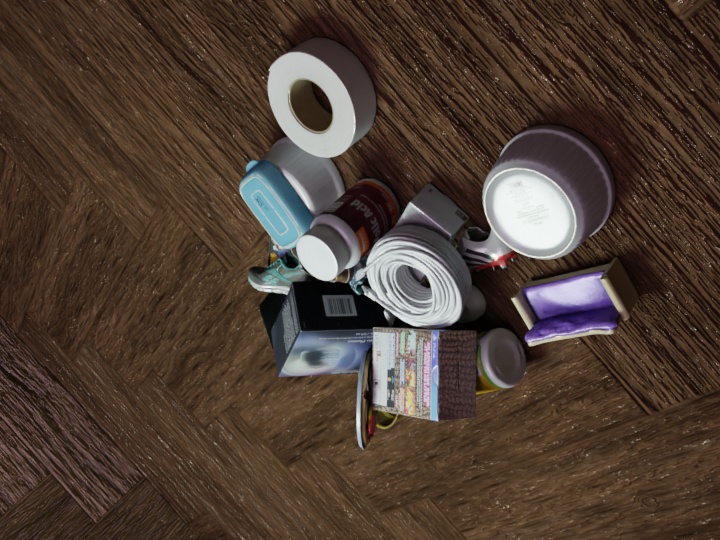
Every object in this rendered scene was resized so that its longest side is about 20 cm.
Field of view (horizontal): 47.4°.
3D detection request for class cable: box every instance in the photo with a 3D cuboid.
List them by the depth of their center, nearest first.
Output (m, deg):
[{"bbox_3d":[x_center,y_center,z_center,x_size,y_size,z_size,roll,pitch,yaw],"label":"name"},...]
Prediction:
[{"bbox_3d":[0.104,0.015,1.474,0.199,0.069,0.200,41,140,4],"label":"cable"}]

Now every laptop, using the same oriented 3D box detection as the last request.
[{"bbox_3d":[-0.141,0.132,1.966,0.198,0.104,0.177,25,144,-14],"label":"laptop"}]

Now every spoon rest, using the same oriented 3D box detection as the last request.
[{"bbox_3d":[0.146,0.065,1.587,0.197,0.061,0.100,-7,127,21],"label":"spoon rest"}]

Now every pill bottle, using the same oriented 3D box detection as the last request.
[{"bbox_3d":[-0.022,-0.076,1.520,0.113,0.200,0.115,24,137,25],"label":"pill bottle"},{"bbox_3d":[0.214,0.185,1.593,0.199,0.111,0.112,-23,106,51],"label":"pill bottle"}]

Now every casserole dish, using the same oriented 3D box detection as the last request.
[{"bbox_3d":[-0.166,-0.121,1.592,0.201,0.039,0.121,54,141,-7],"label":"casserole dish"}]

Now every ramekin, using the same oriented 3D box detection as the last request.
[{"bbox_3d":[0.284,-0.113,1.277,0.198,0.105,0.202,26,137,26],"label":"ramekin"},{"bbox_3d":[-0.135,-0.157,1.642,0.199,0.098,0.202,25,136,26],"label":"ramekin"}]

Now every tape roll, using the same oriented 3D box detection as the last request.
[{"bbox_3d":[-0.071,-0.309,1.472,0.201,0.071,0.204,26,137,26],"label":"tape roll"}]

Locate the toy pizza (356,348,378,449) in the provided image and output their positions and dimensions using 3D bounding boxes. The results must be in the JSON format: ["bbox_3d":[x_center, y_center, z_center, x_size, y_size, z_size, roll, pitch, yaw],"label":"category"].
[{"bbox_3d":[0.020,0.261,1.664,0.031,0.201,0.202,1,129,7],"label":"toy pizza"}]

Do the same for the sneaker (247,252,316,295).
[{"bbox_3d":[-0.166,0.002,1.780,0.198,0.077,0.093,11,111,35],"label":"sneaker"}]

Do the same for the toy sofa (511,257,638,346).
[{"bbox_3d":[0.349,0.055,1.366,0.199,0.098,0.083,-17,111,50],"label":"toy sofa"}]

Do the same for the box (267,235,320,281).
[{"bbox_3d":[-0.139,-0.028,1.802,0.136,0.040,0.201,31,139,19],"label":"box"}]

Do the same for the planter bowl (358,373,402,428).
[{"bbox_3d":[0.074,0.233,1.761,0.200,0.082,0.204,14,106,63],"label":"planter bowl"}]

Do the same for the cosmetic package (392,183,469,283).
[{"bbox_3d":[0.109,-0.055,1.519,0.101,0.074,0.201,39,142,9],"label":"cosmetic package"}]

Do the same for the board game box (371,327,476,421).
[{"bbox_3d":[0.117,0.190,1.550,0.199,0.096,0.162,-2,87,54],"label":"board game box"}]

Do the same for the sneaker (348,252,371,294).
[{"bbox_3d":[0.000,0.000,1.657,0.198,0.086,0.078,27,137,24],"label":"sneaker"}]

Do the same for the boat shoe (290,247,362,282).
[{"bbox_3d":[-0.085,-0.027,1.642,0.199,0.072,0.073,20,114,44],"label":"boat shoe"}]

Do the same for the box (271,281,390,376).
[{"bbox_3d":[-0.066,0.125,1.719,0.199,0.197,0.125,119,145,-52],"label":"box"}]

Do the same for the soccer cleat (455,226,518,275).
[{"bbox_3d":[0.194,-0.032,1.470,0.199,0.068,0.086,-19,97,48],"label":"soccer cleat"}]
